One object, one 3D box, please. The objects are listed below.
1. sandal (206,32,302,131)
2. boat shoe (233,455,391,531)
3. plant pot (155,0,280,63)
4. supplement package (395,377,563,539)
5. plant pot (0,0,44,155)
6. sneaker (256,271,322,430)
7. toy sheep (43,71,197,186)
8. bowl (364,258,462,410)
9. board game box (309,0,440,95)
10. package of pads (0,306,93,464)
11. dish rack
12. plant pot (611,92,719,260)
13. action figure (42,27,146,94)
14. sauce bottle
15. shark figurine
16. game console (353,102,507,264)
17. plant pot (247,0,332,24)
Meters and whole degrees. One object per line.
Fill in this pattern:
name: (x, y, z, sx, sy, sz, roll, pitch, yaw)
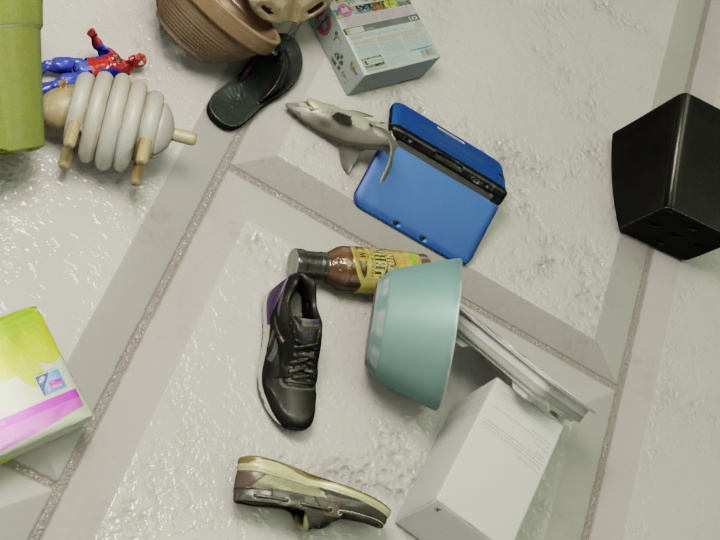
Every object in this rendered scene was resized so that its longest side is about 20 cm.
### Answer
sandal: (-0.138, -0.271, 1.655, 0.075, 0.048, 0.200, 39, 56, -5)
boat shoe: (-0.062, 0.282, 1.417, 0.201, 0.072, 0.066, 23, 68, -16)
plant pot: (-0.211, -0.350, 1.605, 0.201, 0.093, 0.201, 42, 16, -15)
supplement package: (0.153, 0.261, 1.504, 0.117, 0.117, 0.200, 38, 55, -7)
plant pot: (-0.453, -0.227, 1.385, 0.200, 0.200, 0.190, -13, 98, -31)
sneaker: (-0.084, 0.098, 1.478, 0.076, 0.088, 0.200, 4, 65, -26)
toy sheep: (-0.306, -0.183, 1.477, 0.200, 0.138, 0.138, 15, 60, -16)
bowl: (0.064, 0.076, 1.523, 0.105, 0.201, 0.201, 8, 61, -1)
board game box: (0.008, -0.377, 1.773, 0.148, 0.064, 0.200, -19, 77, -33)
package of pads: (-0.421, 0.138, 1.297, 0.200, 0.068, 0.155, -24, 79, -34)
dish rack: (0.206, 0.130, 1.558, 0.200, 0.044, 0.172, 39, 2, 41)
plant pot: (0.511, -0.132, 1.846, 0.200, 0.200, 0.177, 24, 68, -16)
action figure: (-0.360, -0.270, 1.514, 0.200, 0.099, 0.065, -16, 76, -35)
sauce bottle: (0.000, 0.000, 1.585, 0.200, 0.065, 0.065, 4, 65, -26)
shark figurine: (-0.001, -0.174, 1.647, 0.128, 0.090, 0.214, 4, 20, -46)
game console: (0.102, -0.131, 1.730, 0.200, 0.118, 0.171, 30, 25, -12)
plant pot: (-0.117, -0.453, 1.640, 0.200, 0.200, 0.184, -3, 56, -28)
